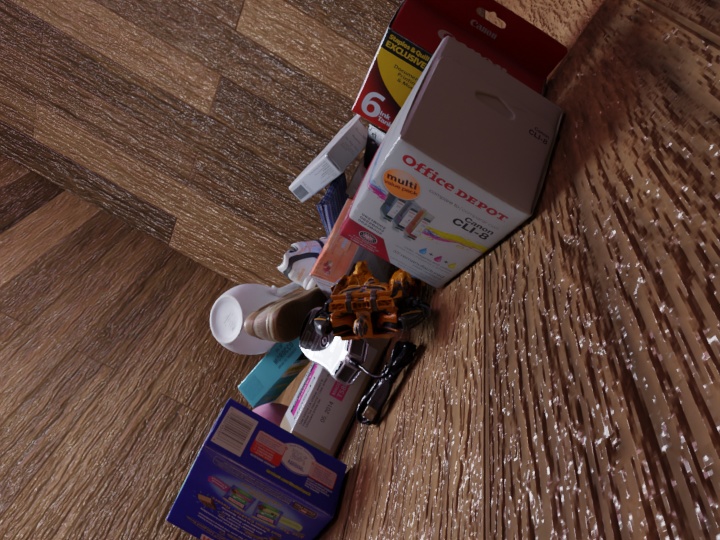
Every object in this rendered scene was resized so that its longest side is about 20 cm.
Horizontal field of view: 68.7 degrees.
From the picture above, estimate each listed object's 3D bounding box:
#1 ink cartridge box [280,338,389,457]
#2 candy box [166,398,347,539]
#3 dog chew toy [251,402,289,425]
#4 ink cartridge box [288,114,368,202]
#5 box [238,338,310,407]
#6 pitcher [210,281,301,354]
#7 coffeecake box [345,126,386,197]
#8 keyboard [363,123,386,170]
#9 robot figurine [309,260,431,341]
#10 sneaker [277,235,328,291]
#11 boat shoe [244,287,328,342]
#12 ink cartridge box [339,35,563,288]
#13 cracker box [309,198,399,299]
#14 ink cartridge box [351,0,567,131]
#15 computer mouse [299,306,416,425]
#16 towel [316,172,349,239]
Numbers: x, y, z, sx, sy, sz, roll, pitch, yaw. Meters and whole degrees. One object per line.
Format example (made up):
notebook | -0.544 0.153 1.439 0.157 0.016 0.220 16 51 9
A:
ink cartridge box | -0.044 0.174 0.798 0.202 0.074 0.165 -63 5 -13
candy box | -0.133 0.277 0.652 0.201 0.168 0.077 -57 4 35
dog chew toy | -0.160 0.331 0.918 0.125 0.123 0.201 -58 16 28
ink cartridge box | -0.035 -0.217 0.943 0.174 0.044 0.199 -51 15 -22
box | -0.123 0.152 0.937 0.200 0.049 0.082 -48 -17 11
pitcher | -0.157 0.068 0.948 0.173 0.121 0.199 -55 -28 17
coffeecake box | 0.083 -0.181 0.905 0.201 0.152 0.074 -55 8 50
keyboard | 0.077 -0.168 0.779 0.020 0.200 0.129 -20 -44 -36
robot figurine | 0.017 0.031 0.645 0.200 0.142 0.059 -49 -48 -73
sneaker | -0.087 -0.029 0.920 0.074 0.079 0.200 -60 4 16
boat shoe | -0.098 0.063 0.788 0.199 0.063 0.073 -2 -90 -68
ink cartridge box | 0.088 -0.103 0.568 0.146 0.144 0.200 -65 7 -28
cracker box | 0.000 0.000 0.839 0.135 0.057 0.201 -64 -24 -19
ink cartridge box | 0.113 -0.228 0.635 0.085 0.198 0.176 -66 7 -33
computer mouse | -0.012 0.104 0.670 0.199 0.043 0.111 30 99 51
towel | -0.039 -0.080 0.918 0.201 0.023 0.147 -76 -23 -63
